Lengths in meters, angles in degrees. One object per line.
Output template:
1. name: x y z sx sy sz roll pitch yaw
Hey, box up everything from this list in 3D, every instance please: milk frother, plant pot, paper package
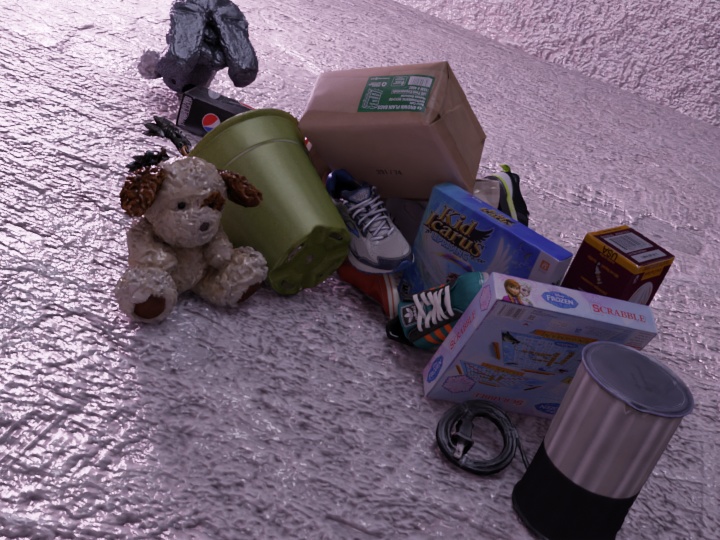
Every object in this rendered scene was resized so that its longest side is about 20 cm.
1. milk frother: 0.201 0.156 0.950 0.199 0.189 0.181 15 26 -9
2. plant pot: -0.111 -0.074 1.209 0.199 0.201 0.190 -8 50 -43
3. paper package: 0.047 -0.184 1.247 0.199 0.104 0.191 4 -25 29

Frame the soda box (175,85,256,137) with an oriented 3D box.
1. soda box: -0.210 -0.247 1.575 0.199 0.064 0.071 24 26 6

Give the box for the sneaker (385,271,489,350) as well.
1. sneaker: 0.091 0.055 1.104 0.079 0.200 0.072 2 68 -18

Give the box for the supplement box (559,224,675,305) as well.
1. supplement box: 0.315 0.050 1.217 0.110 0.201 0.086 -11 40 -46

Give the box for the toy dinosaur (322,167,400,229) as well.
1. toy dinosaur: -0.014 -0.083 1.383 0.199 0.086 0.136 14 33 0

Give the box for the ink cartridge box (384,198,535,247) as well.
1. ink cartridge box: 0.152 -0.071 1.464 0.199 0.088 0.145 3 31 -34

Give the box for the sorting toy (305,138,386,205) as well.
1. sorting toy: 0.007 -0.190 1.451 0.198 0.200 0.070 9 55 -21

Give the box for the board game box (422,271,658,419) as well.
1. board game box: 0.199 0.095 1.055 0.199 0.200 0.041 13 48 -16

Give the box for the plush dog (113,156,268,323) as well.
1. plush dog: -0.211 -0.054 1.080 0.199 0.173 0.160 -8 37 -42

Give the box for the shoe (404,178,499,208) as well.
1. shoe: 0.114 -0.128 1.350 0.199 0.054 0.070 18 24 24

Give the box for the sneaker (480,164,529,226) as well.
1. sneaker: 0.234 -0.059 1.379 0.083 0.201 0.071 -27 20 -37

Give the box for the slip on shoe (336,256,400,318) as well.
1. slip on shoe: 0.000 0.000 1.260 0.061 0.074 0.200 -24 47 -13

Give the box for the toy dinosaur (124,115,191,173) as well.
1. toy dinosaur: -0.263 -0.141 1.337 0.136 0.102 0.200 41 12 9

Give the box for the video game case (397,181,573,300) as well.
1. video game case: 0.153 0.011 1.200 0.200 0.182 0.045 34 30 26

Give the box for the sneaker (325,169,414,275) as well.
1. sneaker: 0.003 -0.068 1.218 0.077 0.086 0.200 -23 42 -21

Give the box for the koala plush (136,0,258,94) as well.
1. koala plush: -0.301 -0.390 1.662 0.176 0.200 0.185 2 70 -30
